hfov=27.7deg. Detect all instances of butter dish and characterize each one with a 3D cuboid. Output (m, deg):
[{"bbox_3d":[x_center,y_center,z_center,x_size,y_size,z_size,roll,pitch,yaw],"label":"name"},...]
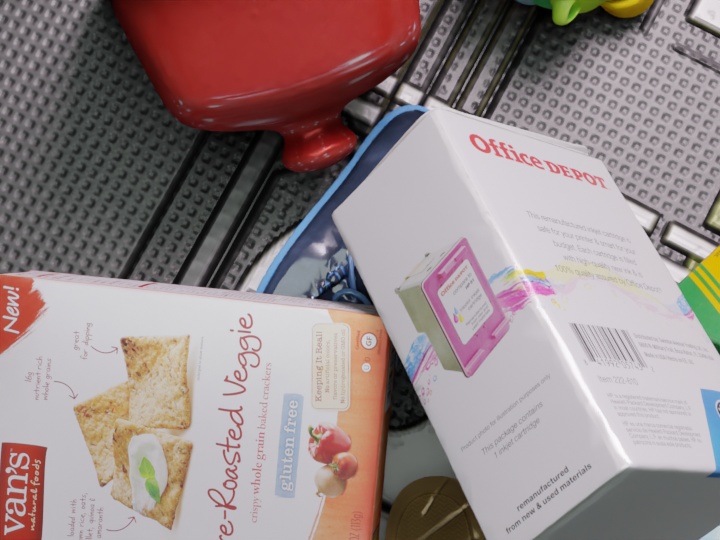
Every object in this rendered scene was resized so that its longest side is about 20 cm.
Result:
[{"bbox_3d":[-0.041,-0.126,0.779,0.198,0.200,0.149,-18,103,-2],"label":"butter dish"}]

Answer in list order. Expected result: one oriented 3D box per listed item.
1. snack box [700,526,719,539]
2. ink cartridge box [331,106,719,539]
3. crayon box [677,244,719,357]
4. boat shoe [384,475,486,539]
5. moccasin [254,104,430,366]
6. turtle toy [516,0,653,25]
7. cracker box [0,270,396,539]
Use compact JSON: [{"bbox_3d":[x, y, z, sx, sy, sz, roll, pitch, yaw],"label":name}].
[{"bbox_3d":[0.226,0.166,0.762,0.167,0.068,0.202,-16,79,-3],"label":"snack box"},{"bbox_3d":[0.092,0.032,0.694,0.085,0.144,0.201,-43,56,30],"label":"ink cartridge box"},{"bbox_3d":[0.260,0.038,0.723,0.127,0.051,0.199,-39,44,-27],"label":"crayon box"},{"bbox_3d":[0.040,0.212,0.755,0.073,0.069,0.202,6,76,23],"label":"boat shoe"},{"bbox_3d":[0.000,0.000,0.783,0.068,0.080,0.201,26,81,28],"label":"moccasin"},{"bbox_3d":[0.104,-0.232,0.812,0.100,0.146,0.202,-5,78,22],"label":"turtle toy"},{"bbox_3d":[-0.085,0.077,0.727,0.198,0.058,0.135,5,93,6],"label":"cracker box"}]
